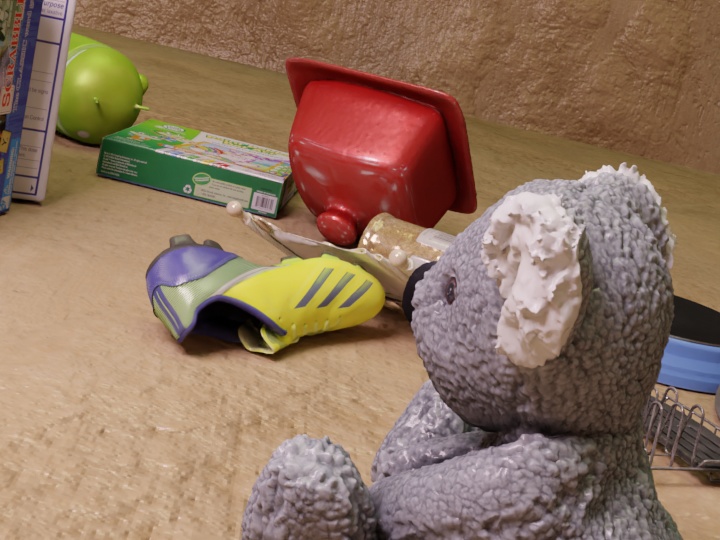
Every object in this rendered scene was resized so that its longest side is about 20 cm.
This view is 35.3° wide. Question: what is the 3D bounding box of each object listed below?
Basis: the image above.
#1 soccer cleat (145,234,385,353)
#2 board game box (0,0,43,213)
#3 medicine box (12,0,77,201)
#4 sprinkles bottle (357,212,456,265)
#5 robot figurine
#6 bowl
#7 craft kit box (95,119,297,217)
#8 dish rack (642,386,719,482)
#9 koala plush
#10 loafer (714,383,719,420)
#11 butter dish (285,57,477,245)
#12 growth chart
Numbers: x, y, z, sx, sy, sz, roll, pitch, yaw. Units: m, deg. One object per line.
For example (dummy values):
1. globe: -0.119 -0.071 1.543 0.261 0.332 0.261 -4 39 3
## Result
1. soccer cleat: -0.059 0.029 0.790 0.199 0.065 0.084 8 45 -41
2. board game box: -0.308 -0.128 0.841 0.041 0.202 0.200 15 15 6
3. medicine box: -0.356 -0.178 0.984 0.180 0.202 0.103 7 15 -25
4. sprinkles bottle: 0.094 0.010 0.953 0.198 0.069 0.068 20 15 25
5. robot figurine: -0.340 -0.220 1.347 0.199 0.117 0.175 25 19 38
6. bowl: 0.261 0.052 1.008 0.199 0.040 0.201 13 13 -3
7. craft kit box: -0.169 -0.117 1.263 0.198 0.049 0.198 14 11 1
8. dish rack: 0.154 0.085 0.745 0.198 0.055 0.153 8 16 -24
9. koala plush: 0.075 0.053 0.484 0.183 0.202 0.177 21 15 27
10. loafer: 0.308 0.099 0.803 0.074 0.070 0.200 13 14 -1
11. butter dish: 0.002 -0.093 1.141 0.198 0.149 0.200 17 -26 21
12. growth chart: 0.000 0.000 0.901 0.199 0.018 0.145 17 -14 39
